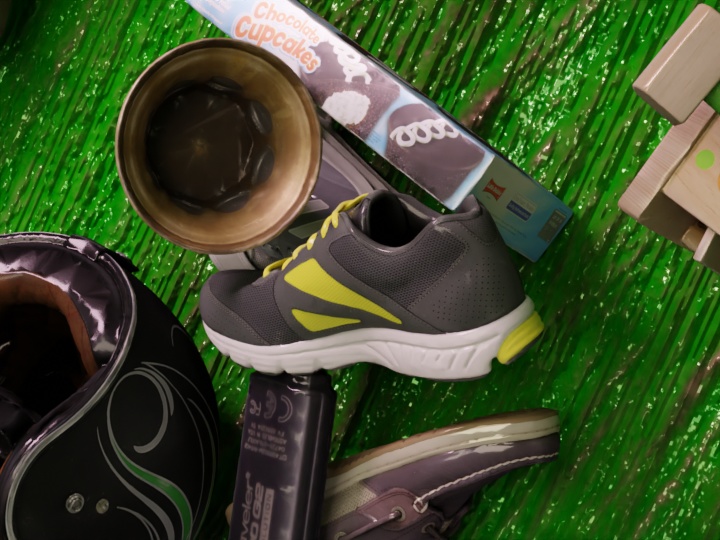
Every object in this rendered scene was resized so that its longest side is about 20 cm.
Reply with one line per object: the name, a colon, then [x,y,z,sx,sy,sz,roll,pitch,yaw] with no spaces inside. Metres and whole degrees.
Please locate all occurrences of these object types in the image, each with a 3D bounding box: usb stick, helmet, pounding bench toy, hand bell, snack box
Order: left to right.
helmet: [-0.167,0.098,1.119,0.198,0.191,0.201,-6,47,6]
hand bell: [-0.097,-0.066,1.127,0.200,0.103,0.105,-168,95,-72]
usb stick: [-0.045,0.147,1.073,0.055,0.032,0.202,13,98,47]
snack box: [0.009,-0.085,1.100,0.200,0.116,0.037,39,96,27]
pounding bench toy: [0.212,-0.030,0.937,0.156,0.200,0.125,41,100,28]

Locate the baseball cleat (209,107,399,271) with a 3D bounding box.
baseball cleat: [-0.017,-0.015,1.138,0.107,0.070,0.200,-53,53,18]

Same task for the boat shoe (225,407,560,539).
boat shoe: [0.020,0.121,1.087,0.199,0.072,0.065,-22,80,28]

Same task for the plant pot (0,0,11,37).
plant pot: [-0.266,-0.220,1.247,0.199,0.200,0.176,4,101,28]

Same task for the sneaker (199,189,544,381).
sneaker: [0.000,0.000,1.032,0.199,0.074,0.085,0,112,38]
